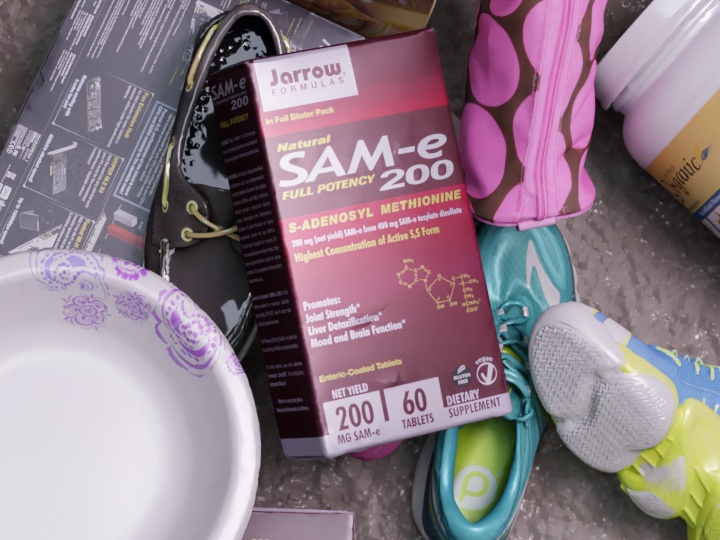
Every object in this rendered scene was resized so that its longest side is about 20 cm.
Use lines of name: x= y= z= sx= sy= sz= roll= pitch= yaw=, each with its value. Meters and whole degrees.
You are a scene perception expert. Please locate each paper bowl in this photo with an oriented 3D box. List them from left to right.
paper bowl: x=-0.153 y=0.096 z=1.341 sx=0.199 sy=0.104 sz=0.202 roll=1 pitch=79 yaw=-7

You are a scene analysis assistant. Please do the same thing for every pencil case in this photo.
pencil case: x=0.095 y=-0.117 z=1.377 sx=0.090 sy=0.094 sz=0.201 roll=-5 pitch=118 yaw=-19

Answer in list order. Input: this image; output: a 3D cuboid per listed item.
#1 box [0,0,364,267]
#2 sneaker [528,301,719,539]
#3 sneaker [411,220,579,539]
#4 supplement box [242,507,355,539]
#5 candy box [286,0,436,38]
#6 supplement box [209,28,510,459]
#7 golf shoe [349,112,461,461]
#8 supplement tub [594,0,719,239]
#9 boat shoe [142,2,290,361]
box: x=-0.108 y=-0.069 z=1.468 sx=0.157 sy=0.050 sz=0.201 roll=24 pitch=82 yaw=0
sneaker: x=0.172 y=0.075 z=1.441 sx=0.200 sy=0.076 sz=0.105 roll=50 pitch=47 yaw=-16
sneaker: x=0.078 y=0.061 z=1.445 sx=0.077 sy=0.080 sz=0.201 roll=10 pitch=81 yaw=-2
supplement box: x=-0.059 y=0.228 z=1.423 sx=0.108 sy=0.061 sz=0.201 roll=3 pitch=83 yaw=-3
candy box: x=-0.008 y=-0.177 z=1.413 sx=0.115 sy=0.200 sz=0.056 roll=19 pitch=82 yaw=-1
supplement box: x=0.000 y=-0.014 z=1.356 sx=0.108 sy=0.061 sz=0.201 roll=-12 pitch=90 yaw=-23
golf shoe: x=0.000 y=0.000 z=1.440 sx=0.091 sy=0.075 sz=0.201 roll=19 pitch=72 yaw=-39
supplement tub: x=0.234 y=-0.078 z=1.441 sx=0.200 sy=0.145 sz=0.145 roll=43 pitch=82 yaw=4
boat shoe: x=-0.076 y=-0.042 z=1.410 sx=0.071 sy=0.061 sz=0.202 roll=7 pitch=83 yaw=-4
